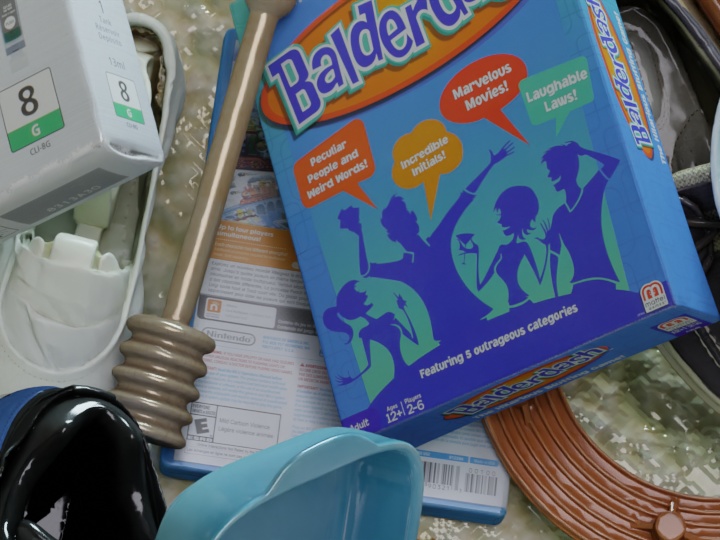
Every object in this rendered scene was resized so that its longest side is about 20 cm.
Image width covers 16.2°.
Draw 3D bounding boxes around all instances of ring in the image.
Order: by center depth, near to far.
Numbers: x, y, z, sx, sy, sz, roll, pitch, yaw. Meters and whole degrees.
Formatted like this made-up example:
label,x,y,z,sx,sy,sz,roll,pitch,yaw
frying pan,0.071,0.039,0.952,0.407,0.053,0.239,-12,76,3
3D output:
label,x,y,z,sx,sy,sz,roll,pitch,yaw
ring,0.144,0.029,1.040,0.200,0.019,0.200,0,72,1

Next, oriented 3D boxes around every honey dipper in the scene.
label,x,y,z,sx,sy,sz,roll,pitch,yaw
honey dipper,-0.059,-0.028,1.017,0.038,0.038,0.200,17,83,-1

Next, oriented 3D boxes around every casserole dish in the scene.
label,x,y,z,sx,sy,sz,roll,pitch,yaw
casserole dish,-0.038,0.137,0.930,0.121,0.200,0.039,-20,41,-41

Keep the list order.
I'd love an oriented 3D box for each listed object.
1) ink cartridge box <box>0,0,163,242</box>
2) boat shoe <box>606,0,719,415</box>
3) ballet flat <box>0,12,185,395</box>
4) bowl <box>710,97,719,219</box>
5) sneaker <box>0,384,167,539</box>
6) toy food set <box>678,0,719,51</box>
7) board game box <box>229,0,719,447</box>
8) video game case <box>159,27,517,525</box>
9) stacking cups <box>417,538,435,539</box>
label,x,y,z,sx,sy,sz,roll,pitch,yaw
ink cartridge box,-0.176,-0.104,1.020,0.161,0.050,0.200,-24,72,24
boat shoe,0.136,-0.029,1.014,0.072,0.065,0.200,-19,73,-5
ballet flat,-0.114,-0.018,1.032,0.069,0.069,0.200,14,68,-3
bowl,0.239,-0.059,0.939,0.105,0.201,0.201,32,64,-29
sneaker,-0.124,0.138,0.930,0.077,0.111,0.200,18,74,-24
toy food set,0.201,-0.142,1.126,0.143,0.060,0.200,-27,75,-16
board game box,0.041,-0.046,1.011,0.152,0.045,0.200,-26,68,26
video game case,0.000,0.000,1.066,0.143,0.018,0.200,9,68,-4
stacking cups,0.033,0.141,0.996,0.200,0.061,0.061,27,68,5
